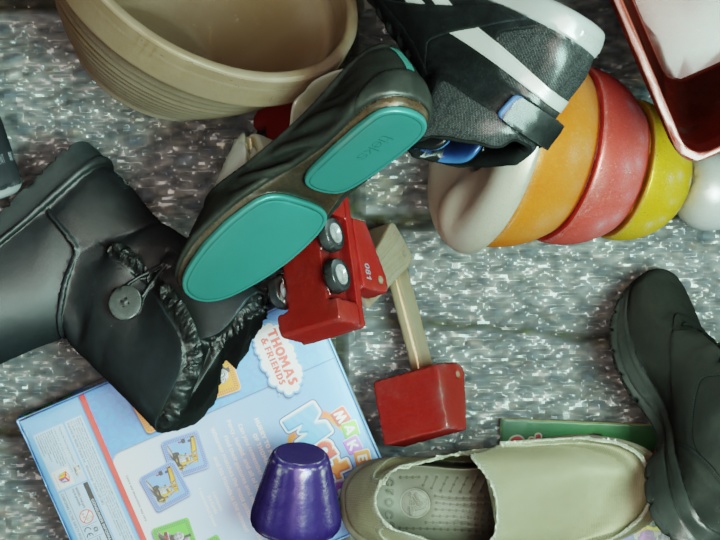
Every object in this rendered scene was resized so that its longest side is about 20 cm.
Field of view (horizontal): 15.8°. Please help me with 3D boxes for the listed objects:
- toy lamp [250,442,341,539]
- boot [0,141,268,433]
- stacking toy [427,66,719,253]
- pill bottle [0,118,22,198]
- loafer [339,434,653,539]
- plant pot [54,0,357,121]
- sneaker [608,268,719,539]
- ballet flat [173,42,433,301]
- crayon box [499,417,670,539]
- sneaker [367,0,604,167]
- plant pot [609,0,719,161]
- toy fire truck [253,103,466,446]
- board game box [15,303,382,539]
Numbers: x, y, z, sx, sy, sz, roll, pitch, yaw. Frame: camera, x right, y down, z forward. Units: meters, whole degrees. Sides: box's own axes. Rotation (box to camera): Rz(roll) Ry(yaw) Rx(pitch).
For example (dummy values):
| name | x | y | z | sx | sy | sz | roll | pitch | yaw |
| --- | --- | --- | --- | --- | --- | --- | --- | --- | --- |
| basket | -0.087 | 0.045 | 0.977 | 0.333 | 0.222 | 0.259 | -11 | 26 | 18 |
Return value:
| name | x | y | z | sx | sy | sz | roll | pitch | yaw |
| --- | --- | --- | --- | --- | --- | --- | --- | --- | --- |
| toy lamp | -0.043 | 0.202 | 1.582 | 0.058 | 0.058 | 0.201 | 3 | 110 | -3 |
| boot | -0.172 | 0.042 | 1.560 | 0.168 | 0.076 | 0.200 | 42 | 85 | 18 |
| stacking toy | 0.152 | -0.061 | 1.580 | 0.199 | 0.146 | 0.147 | 15 | 93 | -19 |
| pill bottle | -0.283 | -0.126 | 1.554 | 0.106 | 0.106 | 0.201 | -19 | 95 | -1 |
| loafer | 0.087 | 0.140 | 1.555 | 0.199 | 0.068 | 0.076 | -6 | 90 | -2 |
| plant pot | -0.108 | -0.156 | 1.543 | 0.200 | 0.201 | 0.093 | 32 | 128 | -4 |
| sneaker | 0.212 | 0.075 | 1.559 | 0.076 | 0.201 | 0.091 | 22 | 132 | -37 |
| ballet flat | -0.034 | -0.059 | 1.486 | 0.200 | 0.069 | 0.068 | -37 | 138 | 28 |
| crayon box | 0.144 | 0.196 | 1.620 | 0.126 | 0.051 | 0.201 | 1 | 93 | -2 |
| sneaker | 0.036 | -0.124 | 1.495 | 0.199 | 0.073 | 0.112 | 26 | 88 | 38 |
| plant pot | 0.228 | -0.194 | 1.535 | 0.199 | 0.176 | 0.201 | -24 | 94 | -1 |
| toy fire truck | 0.000 | 0.000 | 1.576 | 0.049 | 0.141 | 0.201 | -17 | 72 | 30 |
| board game box | -0.093 | 0.120 | 1.612 | 0.199 | 0.037 | 0.152 | -23 | 95 | 0 |
